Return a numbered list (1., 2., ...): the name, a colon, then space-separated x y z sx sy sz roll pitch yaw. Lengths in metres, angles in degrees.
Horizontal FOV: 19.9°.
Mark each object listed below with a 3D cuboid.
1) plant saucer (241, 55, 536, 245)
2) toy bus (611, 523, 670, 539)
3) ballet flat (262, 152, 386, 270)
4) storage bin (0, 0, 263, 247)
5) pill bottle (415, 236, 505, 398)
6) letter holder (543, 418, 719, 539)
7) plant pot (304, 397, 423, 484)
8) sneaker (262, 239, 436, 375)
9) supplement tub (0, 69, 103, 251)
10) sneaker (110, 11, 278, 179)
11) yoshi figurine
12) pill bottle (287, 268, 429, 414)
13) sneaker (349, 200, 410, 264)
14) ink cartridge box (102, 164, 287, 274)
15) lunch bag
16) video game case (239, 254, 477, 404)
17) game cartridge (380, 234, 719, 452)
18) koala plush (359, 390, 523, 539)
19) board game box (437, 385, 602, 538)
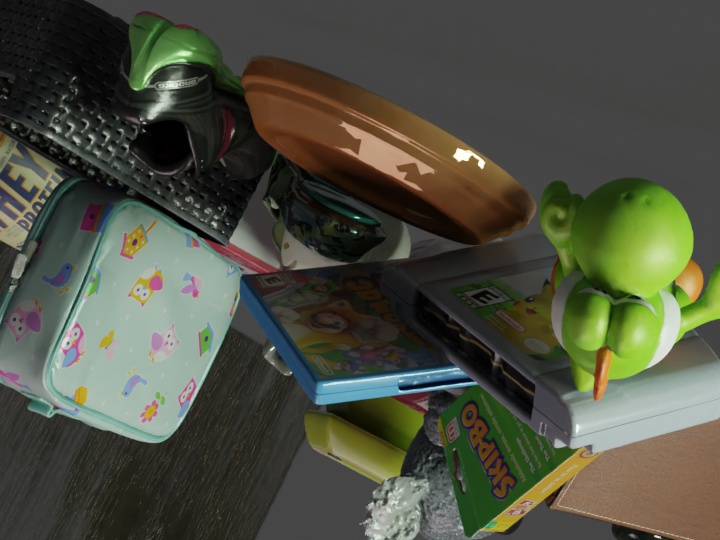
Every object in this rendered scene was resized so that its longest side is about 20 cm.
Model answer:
1. plant saucer: 0.012 -0.067 1.251 0.199 0.038 0.200 27 173 3
2. toy bus: 0.320 0.193 1.767 0.199 0.137 0.192 28 -170 16
3. ballet flat: -0.029 -0.030 1.372 0.074 0.075 0.200 28 -171 -12
4. storage bin: -0.169 -0.108 1.423 0.199 0.094 0.135 33 172 -39
5. pill bottle: 0.122 0.058 1.472 0.199 0.111 0.110 32 172 -40
6. letter holder: 0.228 0.098 1.391 0.198 0.143 0.101 16 -149 -26
7. plant pot: 0.060 0.120 1.936 0.198 0.183 0.200 28 173 -7
8. sneaker: 0.013 0.041 1.569 0.198 0.092 0.076 -14 125 31
9. supplement tub: -0.324 -0.113 1.800 0.199 0.146 0.145 30 173 -28
10. sneaker: -0.111 -0.097 1.303 0.076 0.084 0.200 25 173 24
11. yoshi figurine: 0.143 -0.004 1.079 0.200 0.112 0.113 -30 -83 -81
12. pill bottle: 0.024 0.041 1.738 0.199 0.115 0.114 32 172 -37
13. sneaker: 0.000 0.000 1.478 0.200 0.074 0.085 -125 15 -71
14. ink cartridge box: -0.126 -0.063 1.662 0.147 0.086 0.200 28 173 -13
15. lunch bag: -0.175 0.033 1.434 0.077 0.162 0.200 23 173 30
16. video game case: 0.040 0.030 1.271 0.198 0.018 0.143 -6 -152 -21
17. game cartridge: 0.118 0.037 1.215 0.132 0.041 0.200 -8 -150 -33
18. koala plush: 0.095 0.141 1.665 0.184 0.201 0.177 45 -146 21
19. board game box: 0.120 0.091 1.338 0.030 0.096 0.200 10 142 -34
